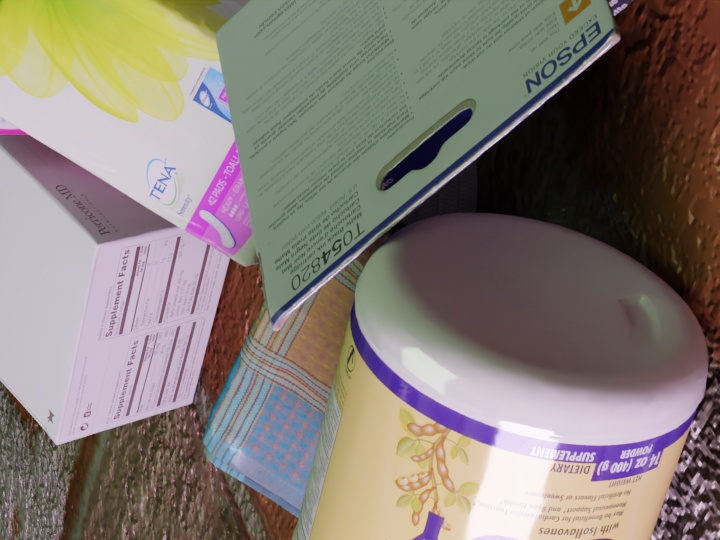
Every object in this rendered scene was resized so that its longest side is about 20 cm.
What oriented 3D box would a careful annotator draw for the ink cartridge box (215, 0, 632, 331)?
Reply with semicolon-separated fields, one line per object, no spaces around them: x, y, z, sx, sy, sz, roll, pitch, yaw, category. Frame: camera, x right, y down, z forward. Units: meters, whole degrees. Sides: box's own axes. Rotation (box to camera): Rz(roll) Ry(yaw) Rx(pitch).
0.026;-0.093;0.854;0.200;0.041;0.200;-39;40;25;ink cartridge box

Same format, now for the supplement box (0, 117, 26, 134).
-0.183;-0.148;1.198;0.103;0.200;0.101;58;140;43;supplement box

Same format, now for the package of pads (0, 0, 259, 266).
-0.103;-0.103;1.066;0.068;0.200;0.155;-61;5;-38;package of pads

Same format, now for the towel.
0.008;0.064;0.954;0.147;0.022;0.200;34;134;8;towel

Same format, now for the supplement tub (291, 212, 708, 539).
0.050;0.093;0.830;0.145;0.145;0.200;52;136;48;supplement tub

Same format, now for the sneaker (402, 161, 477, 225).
0.000;0.000;0.987;0.071;0.073;0.200;42;132;33;sneaker

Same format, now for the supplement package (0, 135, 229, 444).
-0.192;-0.019;1.270;0.200;0.111;0.156;41;130;33;supplement package
